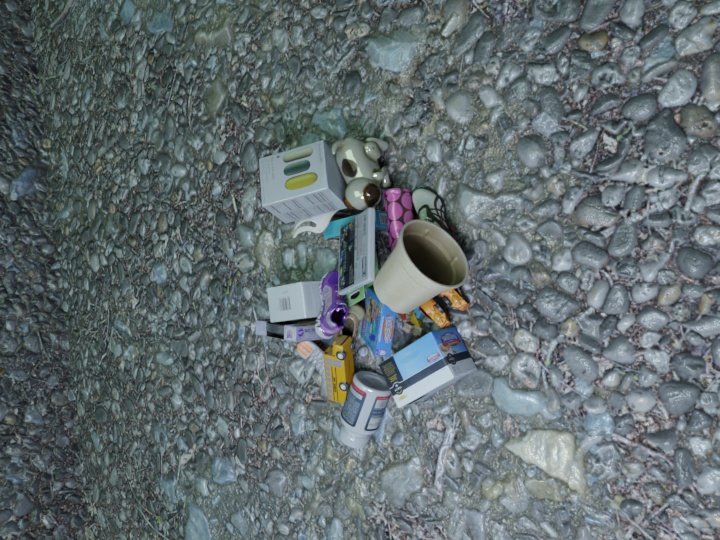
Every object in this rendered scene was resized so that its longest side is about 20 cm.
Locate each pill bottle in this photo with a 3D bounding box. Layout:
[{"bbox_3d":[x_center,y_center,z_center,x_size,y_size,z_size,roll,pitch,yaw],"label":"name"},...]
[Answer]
[{"bbox_3d":[0.008,0.405,1.650,0.120,0.120,0.200,29,108,34],"label":"pill bottle"}]

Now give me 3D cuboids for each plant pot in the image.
[{"bbox_3d":[0.134,0.006,1.422,0.184,0.200,0.201,-48,63,42],"label":"plant pot"}]

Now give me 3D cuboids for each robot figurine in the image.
[{"bbox_3d":[0.189,0.053,1.528,0.145,0.058,0.200,-45,64,10],"label":"robot figurine"}]

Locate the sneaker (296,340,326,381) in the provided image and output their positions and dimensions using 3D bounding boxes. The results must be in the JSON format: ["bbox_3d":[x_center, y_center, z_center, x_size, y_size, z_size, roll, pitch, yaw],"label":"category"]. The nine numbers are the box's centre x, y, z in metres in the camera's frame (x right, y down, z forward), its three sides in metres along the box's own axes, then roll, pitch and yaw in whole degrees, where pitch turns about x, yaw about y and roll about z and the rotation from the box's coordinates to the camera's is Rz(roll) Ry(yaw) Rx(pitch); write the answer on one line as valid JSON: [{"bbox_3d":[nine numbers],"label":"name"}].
[{"bbox_3d":[-0.113,0.272,1.775,0.078,0.112,0.200,-43,97,6],"label":"sneaker"}]

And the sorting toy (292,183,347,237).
[{"bbox_3d":[-0.140,-0.182,1.722,0.200,0.107,0.180,-8,57,38],"label":"sorting toy"}]

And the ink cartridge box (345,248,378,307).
[{"bbox_3d":[0.000,0.000,1.648,0.104,0.059,0.200,-32,59,52],"label":"ink cartridge box"}]

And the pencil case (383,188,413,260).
[{"bbox_3d":[0.108,-0.126,1.587,0.091,0.094,0.200,-3,87,-2],"label":"pencil case"}]

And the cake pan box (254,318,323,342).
[{"bbox_3d":[-0.198,0.179,1.756,0.184,0.200,0.052,2,92,40],"label":"cake pan box"}]

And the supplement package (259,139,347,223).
[{"bbox_3d":[-0.161,-0.247,1.615,0.200,0.151,0.152,-12,71,17],"label":"supplement package"}]

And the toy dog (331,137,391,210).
[{"bbox_3d":[0.007,-0.267,1.597,0.139,0.194,0.200,-17,71,28],"label":"toy dog"}]

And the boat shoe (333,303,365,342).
[{"bbox_3d":[-0.046,0.180,1.685,0.071,0.065,0.200,28,134,8],"label":"boat shoe"}]

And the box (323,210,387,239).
[{"bbox_3d":[-0.010,-0.132,1.676,0.200,0.082,0.049,-11,85,38],"label":"box"}]

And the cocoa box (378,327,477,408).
[{"bbox_3d":[0.176,0.254,1.506,0.200,0.133,0.131,-38,68,32],"label":"cocoa box"}]

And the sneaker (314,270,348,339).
[{"bbox_3d":[-0.071,0.093,1.624,0.088,0.080,0.200,-22,57,51],"label":"sneaker"}]

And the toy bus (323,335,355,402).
[{"bbox_3d":[-0.060,0.286,1.665,0.078,0.065,0.200,8,117,25],"label":"toy bus"}]

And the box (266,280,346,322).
[{"bbox_3d":[-0.155,0.090,1.720,0.152,0.200,0.106,-11,84,38],"label":"box"}]

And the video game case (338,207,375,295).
[{"bbox_3d":[-0.011,-0.048,1.545,0.182,0.023,0.200,-27,58,58],"label":"video game case"}]

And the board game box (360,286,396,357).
[{"bbox_3d":[0.049,0.138,1.588,0.200,0.045,0.152,-140,57,-74],"label":"board game box"}]

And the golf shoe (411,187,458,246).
[{"bbox_3d":[0.188,-0.143,1.519,0.077,0.088,0.200,-42,65,33],"label":"golf shoe"}]

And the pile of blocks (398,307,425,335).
[{"bbox_3d":[0.125,0.089,1.588,0.082,0.062,0.200,-38,69,32],"label":"pile of blocks"}]
